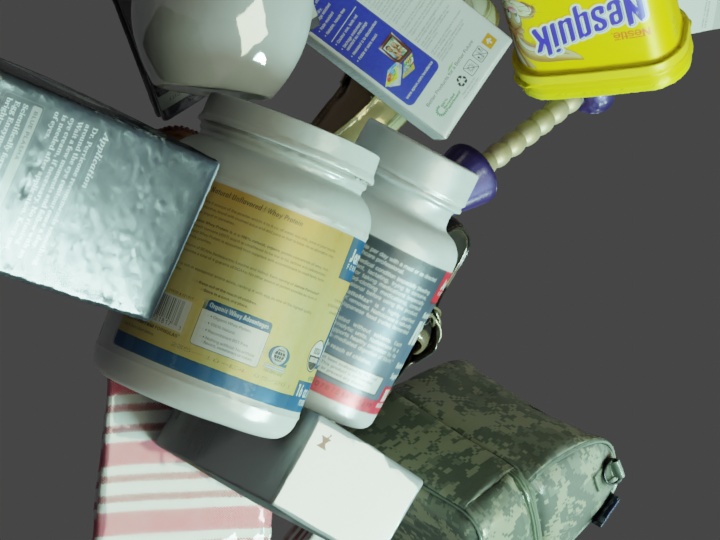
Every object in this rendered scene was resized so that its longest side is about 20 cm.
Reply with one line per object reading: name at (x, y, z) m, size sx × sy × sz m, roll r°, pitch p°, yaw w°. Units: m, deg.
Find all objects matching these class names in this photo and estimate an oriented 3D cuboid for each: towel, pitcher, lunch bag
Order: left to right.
towel at (-0.134, 0.158, 1.597) m, size 0.146 × 0.030 × 0.200 m, roll 2°, pitch 97°, yaw -30°
pitcher at (-0.112, -0.220, 1.399) m, size 0.171 × 0.121 × 0.200 m, roll 6°, pitch 90°, yaw -18°
lunch bag at (0.104, 0.172, 1.810) m, size 0.168 × 0.200 × 0.139 m, roll -38°, pitch 135°, yaw -24°

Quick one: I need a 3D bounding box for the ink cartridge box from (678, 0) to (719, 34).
ink cartridge box at (0.262, -0.297, 1.831) m, size 0.176 × 0.045 × 0.200 m, roll -16°, pitch 123°, yaw -40°

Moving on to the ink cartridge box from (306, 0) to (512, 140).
ink cartridge box at (0.009, -0.193, 1.582) m, size 0.200 × 0.037 × 0.095 m, roll 37°, pitch 82°, yaw -16°

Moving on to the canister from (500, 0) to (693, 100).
canister at (0.177, -0.243, 1.699) m, size 0.087 × 0.148 × 0.200 m, roll -74°, pitch 152°, yaw -43°

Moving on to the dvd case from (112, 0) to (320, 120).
dvd case at (-0.114, -0.226, 1.468) m, size 0.149 × 0.016 × 0.200 m, roll -35°, pitch 123°, yaw -27°

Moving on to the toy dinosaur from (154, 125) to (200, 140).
toy dinosaur at (-0.062, -0.053, 1.619) m, size 0.105 × 0.200 × 0.182 m, roll -55°, pitch 176°, yaw -15°

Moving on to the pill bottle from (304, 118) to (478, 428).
pill bottle at (0.000, 0.000, 1.508) m, size 0.120 × 0.120 × 0.200 m, roll 23°, pitch 97°, yaw -50°

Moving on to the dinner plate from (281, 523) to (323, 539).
dinner plate at (-0.057, 0.240, 1.715) m, size 0.200 × 0.024 × 0.200 m, roll -52°, pitch -176°, yaw 5°

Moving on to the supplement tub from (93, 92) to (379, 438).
supplement tub at (-0.079, -0.003, 1.398) m, size 0.145 × 0.145 × 0.200 m, roll 22°, pitch 89°, yaw -50°

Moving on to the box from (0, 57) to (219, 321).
box at (-0.234, -0.073, 1.317) m, size 0.200 × 0.197 × 0.118 m, roll 22°, pitch 94°, yaw -50°

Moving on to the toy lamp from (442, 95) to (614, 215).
toy lamp at (0.131, -0.110, 1.793) m, size 0.200 × 0.058 × 0.058 m, roll -36°, pitch 134°, yaw -30°

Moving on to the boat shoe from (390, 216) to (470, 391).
boat shoe at (0.036, 0.046, 1.765) m, size 0.200 × 0.073 × 0.074 m, roll -54°, pitch 140°, yaw -9°

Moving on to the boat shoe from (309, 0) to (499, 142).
boat shoe at (0.020, -0.162, 1.641) m, size 0.200 × 0.074 × 0.066 m, roll -46°, pitch 123°, yaw -18°

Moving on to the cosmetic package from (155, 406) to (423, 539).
cosmetic package at (-0.055, 0.136, 1.506) m, size 0.101 × 0.200 × 0.071 m, roll 34°, pitch 80°, yaw -28°
